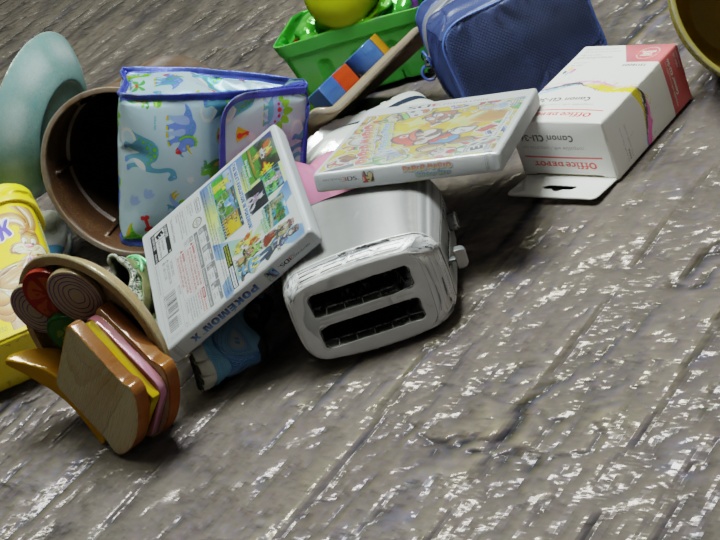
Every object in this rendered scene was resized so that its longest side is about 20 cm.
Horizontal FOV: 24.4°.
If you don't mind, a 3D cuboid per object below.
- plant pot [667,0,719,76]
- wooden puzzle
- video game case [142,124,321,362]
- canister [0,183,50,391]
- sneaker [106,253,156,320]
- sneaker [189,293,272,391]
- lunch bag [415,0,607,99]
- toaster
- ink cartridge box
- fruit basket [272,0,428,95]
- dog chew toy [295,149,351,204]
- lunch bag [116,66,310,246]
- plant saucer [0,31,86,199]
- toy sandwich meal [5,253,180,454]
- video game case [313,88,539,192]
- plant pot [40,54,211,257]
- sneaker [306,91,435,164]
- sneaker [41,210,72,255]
[{"bbox_3d":[0.393,-0.276,1.672,0.199,0.201,0.142,-24,0,-2],"label":"plant pot"},{"bbox_3d":[-0.030,-0.201,1.906,0.200,0.046,0.185,-42,3,-35],"label":"wooden puzzle"},{"bbox_3d":[-0.126,-0.029,1.572,0.182,0.022,0.200,-39,33,13],"label":"video game case"},{"bbox_3d":[-0.385,0.021,1.748,0.148,0.087,0.201,-23,53,-5],"label":"canister"},{"bbox_3d":[-0.223,0.011,1.714,0.076,0.089,0.200,-7,31,28],"label":"sneaker"},{"bbox_3d":[-0.128,0.042,1.622,0.089,0.079,0.201,-14,36,-3],"label":"sneaker"},{"bbox_3d":[0.158,-0.261,1.853,0.199,0.137,0.132,-25,27,-1],"label":"lunch bag"},{"bbox_3d":[0.000,0.000,1.535,0.198,0.114,0.129,-17,30,6],"label":"toaster"},{"bbox_3d":[0.232,-0.151,1.672,0.116,0.068,0.200,4,38,42],"label":"ink cartridge box"},{"bbox_3d":[-0.011,-0.323,2.018,0.214,0.217,0.156,-14,24,18],"label":"fruit basket"},{"bbox_3d":[-0.026,-0.065,1.671,0.199,0.125,0.125,-21,26,-13],"label":"dog chew toy"},{"bbox_3d":[-0.154,-0.118,1.738,0.198,0.171,0.128,0,23,-8],"label":"lunch bag"},{"bbox_3d":[-0.353,-0.168,1.888,0.038,0.202,0.201,15,40,16],"label":"plant saucer"},{"bbox_3d":[-0.250,0.079,1.518,0.204,0.206,0.070,3,34,40],"label":"toy sandwich meal"},{"bbox_3d":[0.068,-0.128,1.602,0.180,0.023,0.200,-6,21,19],"label":"video game case"},{"bbox_3d":[-0.239,-0.148,1.915,0.199,0.202,0.199,-13,22,19],"label":"plant pot"},{"bbox_3d":[0.013,-0.128,1.804,0.199,0.077,0.080,-34,38,-16],"label":"sneaker"},{"bbox_3d":[-0.400,-0.019,1.916,0.076,0.081,0.200,-10,29,28],"label":"sneaker"}]
